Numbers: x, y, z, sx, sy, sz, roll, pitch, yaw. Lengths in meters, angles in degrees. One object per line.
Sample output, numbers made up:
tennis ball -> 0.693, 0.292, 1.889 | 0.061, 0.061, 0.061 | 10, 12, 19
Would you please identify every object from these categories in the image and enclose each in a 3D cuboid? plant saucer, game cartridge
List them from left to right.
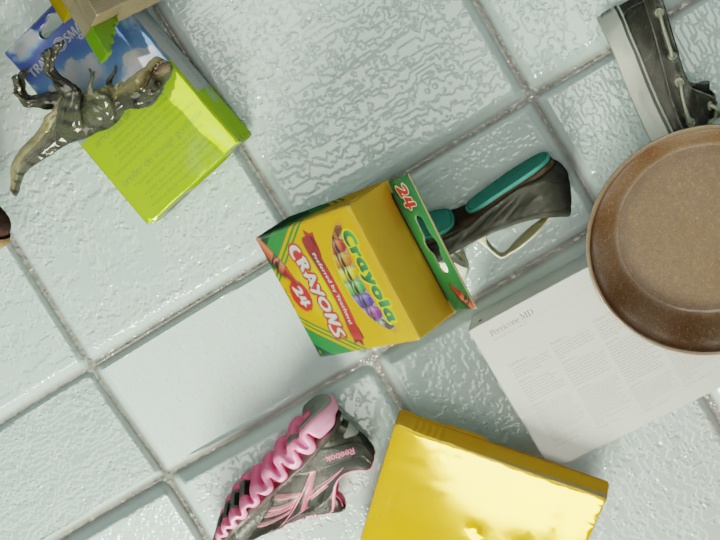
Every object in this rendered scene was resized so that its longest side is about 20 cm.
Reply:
game cartridge -> 0.108, 0.229, 1.129 | 0.198, 0.033, 0.178 | 20, 125, 7
plant saucer -> 0.282, -0.028, 0.989 | 0.198, 0.037, 0.203 | 4, 117, 8

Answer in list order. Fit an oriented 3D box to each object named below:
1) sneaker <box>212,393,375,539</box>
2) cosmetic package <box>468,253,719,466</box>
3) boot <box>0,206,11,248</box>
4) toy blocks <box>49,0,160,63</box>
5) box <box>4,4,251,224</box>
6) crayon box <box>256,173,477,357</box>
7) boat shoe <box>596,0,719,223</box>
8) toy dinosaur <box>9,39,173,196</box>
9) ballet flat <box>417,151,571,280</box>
sneaker -> -0.063, 0.215, 1.163 | 0.095, 0.079, 0.200 | 38, 109, -13
cosmetic package -> 0.218, 0.064, 1.081 | 0.199, 0.052, 0.152 | -29, 100, 16
boot -> -0.369, -0.134, 1.102 | 0.199, 0.072, 0.167 | 38, 110, 4
toy blocks -> -0.210, -0.298, 1.028 | 0.136, 0.100, 0.201 | -33, 94, -27
box -> -0.209, -0.157, 1.100 | 0.122, 0.048, 0.200 | -39, 94, 16
crayon box -> 0.000, 0.000, 1.040 | 0.199, 0.051, 0.128 | -17, 104, 57
boat shoe -> 0.264, -0.133, 1.013 | 0.063, 0.071, 0.202 | -24, 97, 16
toy dinosaur -> -0.260, -0.145, 1.067 | 0.199, 0.048, 0.089 | -29, 104, 21
ballet flat -> 0.095, -0.031, 1.072 | 0.198, 0.068, 0.069 | -24, 108, 16
